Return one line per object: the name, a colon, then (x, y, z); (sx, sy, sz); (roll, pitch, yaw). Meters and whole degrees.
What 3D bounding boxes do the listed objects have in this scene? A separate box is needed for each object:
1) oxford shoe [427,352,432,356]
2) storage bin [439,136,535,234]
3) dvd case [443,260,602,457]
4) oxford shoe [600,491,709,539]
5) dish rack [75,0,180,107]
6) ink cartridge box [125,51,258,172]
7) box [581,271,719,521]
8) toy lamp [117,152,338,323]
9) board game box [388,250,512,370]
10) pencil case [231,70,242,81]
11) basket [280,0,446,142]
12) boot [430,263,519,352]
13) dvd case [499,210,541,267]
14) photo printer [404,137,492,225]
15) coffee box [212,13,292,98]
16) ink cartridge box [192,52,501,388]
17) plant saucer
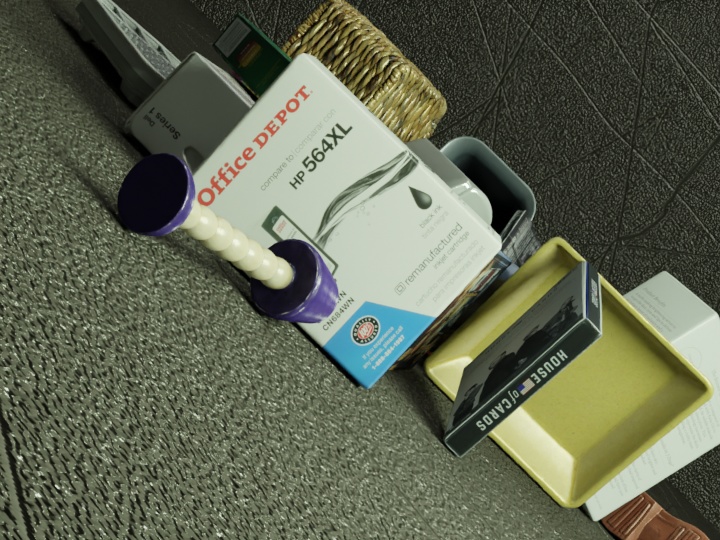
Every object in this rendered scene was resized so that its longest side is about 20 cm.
oxford shoe: (0.138, 0.099, 1.658); (0.200, 0.073, 0.071); (41, 5, -37)
storage bin: (0.095, -0.027, 1.737); (0.146, 0.200, 0.134); (44, -4, 7)
dvd case: (0.136, 0.068, 1.292); (0.025, 0.150, 0.200); (46, 15, -3)
oxford shoe: (0.325, 0.292, 1.595); (0.074, 0.071, 0.200); (43, 5, -40)
dish rack: (-0.190, -0.177, 1.477); (0.171, 0.044, 0.200); (40, 6, -43)
ink cartridge box: (-0.095, -0.091, 1.294); (0.145, 0.084, 0.200); (45, 4, 4)
box: (0.274, 0.127, 1.600); (0.153, 0.199, 0.106); (63, -7, -32)
toy lamp: (-0.074, -0.013, 0.999); (0.058, 0.058, 0.200); (47, 6, 32)
board game box: (0.064, 0.025, 1.335); (0.035, 0.136, 0.200); (44, 6, 9)
pencil case: (-0.084, -0.146, 1.817); (0.200, 0.087, 0.087); (41, 6, -33)
basket: (-0.025, -0.168, 1.723); (0.149, 0.200, 0.143); (46, 8, 32)
boot: (0.166, 0.033, 1.527); (0.198, 0.098, 0.075); (0, -5, -2)
dvd case: (0.173, 0.060, 1.654); (0.016, 0.149, 0.201); (-3, -55, 38)
photo printer: (0.029, -0.057, 1.578); (0.070, 0.166, 0.200); (62, -3, -24)
coffee box: (-0.056, -0.147, 1.348); (0.123, 0.044, 0.200); (42, 3, -28)
ink cartridge box: (-0.017, -0.038, 1.143); (0.200, 0.146, 0.084); (43, 7, -1)
plant saucer: (0.191, 0.090, 1.442); (0.200, 0.200, 0.048); (44, 31, 0)
